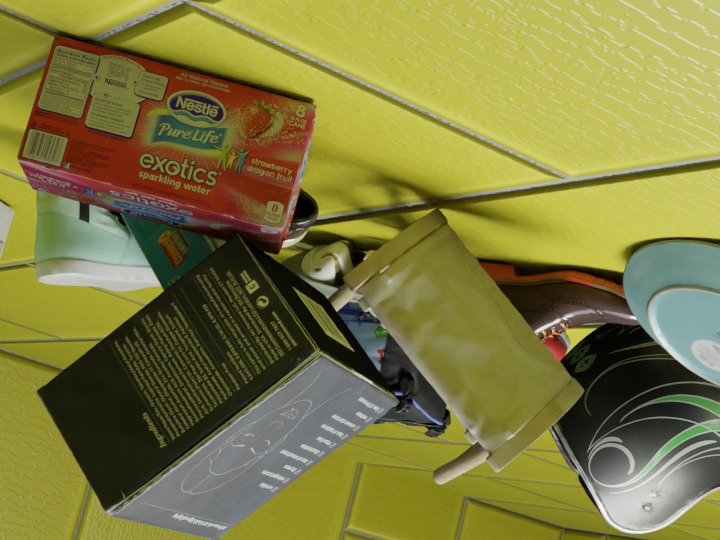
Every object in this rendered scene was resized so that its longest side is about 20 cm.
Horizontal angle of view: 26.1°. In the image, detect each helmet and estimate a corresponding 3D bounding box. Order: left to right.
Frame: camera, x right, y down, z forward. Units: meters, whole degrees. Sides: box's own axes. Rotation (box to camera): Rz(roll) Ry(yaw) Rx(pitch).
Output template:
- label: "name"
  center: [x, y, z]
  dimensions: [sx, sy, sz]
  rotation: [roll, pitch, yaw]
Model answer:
- label: "helmet"
  center: [0.282, 0.138, 1.475]
  dimensions: [0.190, 0.200, 0.200]
  rotation: [-30, 162, 1]

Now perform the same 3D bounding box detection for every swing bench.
- label: "swing bench"
  center: [0.076, 0.065, 1.335]
  dimensions: [0.199, 0.130, 0.200]
  rotation: [52, 163, 2]

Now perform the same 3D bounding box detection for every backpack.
- label: "backpack"
  center: [-0.010, 0.087, 1.688]
  dimensions: [0.200, 0.147, 0.183]
  rotation: [5, 165, 22]

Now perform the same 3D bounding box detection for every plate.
- label: "plate"
  center: [0.301, 0.051, 1.270]
  dimensions: [0.200, 0.026, 0.200]
  rotation: [27, 153, 15]

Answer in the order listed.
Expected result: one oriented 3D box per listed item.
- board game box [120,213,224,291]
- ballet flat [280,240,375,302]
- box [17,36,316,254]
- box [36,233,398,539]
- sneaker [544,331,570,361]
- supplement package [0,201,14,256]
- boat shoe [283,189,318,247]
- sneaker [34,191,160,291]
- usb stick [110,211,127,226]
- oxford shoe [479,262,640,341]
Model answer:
- label: "board game box"
  center: [-0.114, 0.025, 1.402]
  dimensions: [0.196, 0.056, 0.200]
  rotation: [47, -179, -30]
- label: "ballet flat"
  center: [0.000, 0.000, 1.514]
  dimensions: [0.200, 0.067, 0.064]
  rotation: [15, 141, 30]
- label: "box"
  center: [-0.140, -0.090, 1.148]
  dimensions: [0.200, 0.100, 0.095]
  rotation: [14, 169, -2]
- label: "box"
  center: [-0.104, 0.098, 1.205]
  dimensions: [0.124, 0.197, 0.200]
  rotation: [53, -175, 23]
- label: "sneaker"
  center: [0.128, 0.066, 1.579]
  dimensions: [0.200, 0.085, 0.077]
  rotation: [23, 167, -33]
- label: "supplement package"
  center: [-0.516, -0.046, 1.741]
  dimensions: [0.200, 0.121, 0.120]
  rotation: [11, 168, 17]
- label: "boat shoe"
  center: [-0.127, -0.076, 1.296]
  dimensions: [0.200, 0.073, 0.065]
  rotation: [15, 158, -20]
- label: "sneaker"
  center: [-0.232, -0.043, 1.485]
  dimensions: [0.074, 0.118, 0.200]
  rotation: [-9, 170, 29]
- label: "usb stick"
  center: [-0.189, -0.017, 1.588]
  dimensions: [0.200, 0.033, 0.056]
  rotation: [21, 138, 30]
- label: "oxford shoe"
  center: [0.178, 0.040, 1.433]
  dimensions: [0.200, 0.073, 0.071]
  rotation: [5, 165, 37]
